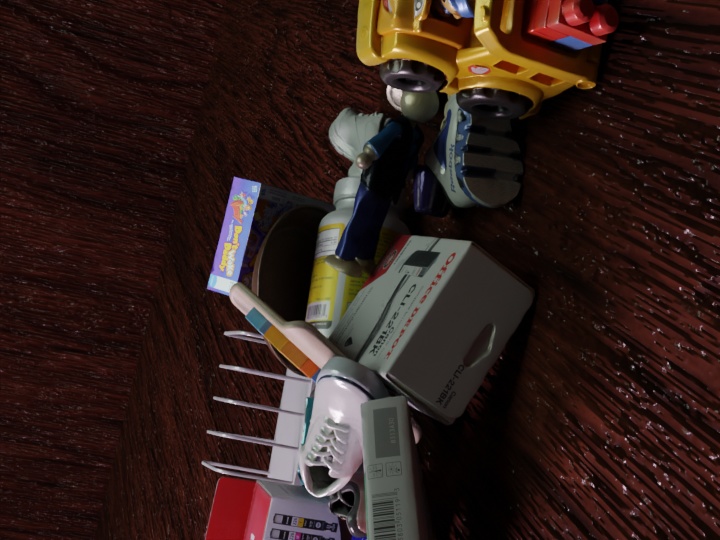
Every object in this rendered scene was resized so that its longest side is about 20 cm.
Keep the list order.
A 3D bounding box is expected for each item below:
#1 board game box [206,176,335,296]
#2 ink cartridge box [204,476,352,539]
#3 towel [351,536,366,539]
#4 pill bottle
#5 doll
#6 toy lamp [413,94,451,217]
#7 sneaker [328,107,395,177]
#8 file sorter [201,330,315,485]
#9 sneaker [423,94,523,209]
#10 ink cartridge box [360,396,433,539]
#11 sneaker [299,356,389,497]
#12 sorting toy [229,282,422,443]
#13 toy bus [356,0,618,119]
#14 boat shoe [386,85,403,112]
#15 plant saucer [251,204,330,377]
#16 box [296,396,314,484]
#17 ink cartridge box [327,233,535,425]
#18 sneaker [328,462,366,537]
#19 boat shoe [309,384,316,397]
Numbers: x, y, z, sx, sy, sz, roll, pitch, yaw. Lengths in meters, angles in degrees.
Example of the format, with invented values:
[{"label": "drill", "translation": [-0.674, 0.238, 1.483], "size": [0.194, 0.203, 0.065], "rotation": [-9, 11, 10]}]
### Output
[{"label": "board game box", "translation": [-0.092, -0.028, 1.396], "size": [0.044, 0.199, 0.136], "rotation": [15, 92, 34]}, {"label": "ink cartridge box", "translation": [-0.088, 0.343, 1.260], "size": [0.084, 0.174, 0.202], "rotation": [-173, 94, -72]}, {"label": "towel", "translation": [0.010, 0.346, 1.166], "size": [0.148, 0.049, 0.202], "rotation": [-168, 90, -73]}, {"label": "pill bottle", "translation": [0.000, 0.000, 1.319], "size": [0.112, 0.111, 0.202], "rotation": [151, 129, -67]}, {"label": "doll", "translation": [0.027, -0.095, 1.159], "size": [0.136, 0.048, 0.202], "rotation": [-8, -59, -66]}, {"label": "toy lamp", "translation": [0.096, -0.158, 1.223], "size": [0.058, 0.058, 0.202], "rotation": [-172, 96, -72]}, {"label": "sneaker", "translation": [0.018, -0.166, 1.470], "size": [0.088, 0.074, 0.200], "rotation": [-58, 31, 19]}, {"label": "file sorter", "translation": [-0.140, 0.192, 1.603], "size": [0.139, 0.123, 0.203], "rotation": [169, 111, -71]}, {"label": "sneaker", "translation": [0.107, -0.148, 1.142], "size": [0.115, 0.080, 0.202], "rotation": [153, 125, -65]}, {"label": "ink cartridge box", "translation": [0.039, 0.234, 1.003], "size": [0.201, 0.049, 0.162], "rotation": [79, -175, -47]}, {"label": "sneaker", "translation": [-0.018, 0.153, 1.056], "size": [0.201, 0.072, 0.071], "rotation": [95, -161, -55]}, {"label": "sorting toy", "translation": [-0.043, 0.096, 1.143], "size": [0.037, 0.185, 0.200], "rotation": [-49, 24, -9]}, {"label": "toy bus", "translation": [0.121, -0.220, 0.979], "size": [0.192, 0.198, 0.137], "rotation": [-1, 78, 64]}, {"label": "boat shoe", "translation": [0.093, -0.268, 1.288], "size": [0.200, 0.071, 0.068], "rotation": [-54, 4, 41]}, {"label": "plant saucer", "translation": [-0.069, 0.024, 1.347], "size": [0.036, 0.200, 0.203], "rotation": [-3, 72, 34]}, {"label": "box", "translation": [-0.043, 0.203, 1.321], "size": [0.200, 0.049, 0.083], "rotation": [96, -179, -76]}, {"label": "ink cartridge box", "translation": [0.060, 0.049, 1.084], "size": [0.145, 0.083, 0.200], "rotation": [-56, 17, -7]}, {"label": "sneaker", "translation": [-0.002, 0.213, 1.175], "size": [0.078, 0.081, 0.200], "rotation": [64, 177, -11]}, {"label": "boat shoe", "translation": [-0.002, 0.128, 1.313], "size": [0.200, 0.066, 0.058], "rotation": [-16, 73, 63]}]
